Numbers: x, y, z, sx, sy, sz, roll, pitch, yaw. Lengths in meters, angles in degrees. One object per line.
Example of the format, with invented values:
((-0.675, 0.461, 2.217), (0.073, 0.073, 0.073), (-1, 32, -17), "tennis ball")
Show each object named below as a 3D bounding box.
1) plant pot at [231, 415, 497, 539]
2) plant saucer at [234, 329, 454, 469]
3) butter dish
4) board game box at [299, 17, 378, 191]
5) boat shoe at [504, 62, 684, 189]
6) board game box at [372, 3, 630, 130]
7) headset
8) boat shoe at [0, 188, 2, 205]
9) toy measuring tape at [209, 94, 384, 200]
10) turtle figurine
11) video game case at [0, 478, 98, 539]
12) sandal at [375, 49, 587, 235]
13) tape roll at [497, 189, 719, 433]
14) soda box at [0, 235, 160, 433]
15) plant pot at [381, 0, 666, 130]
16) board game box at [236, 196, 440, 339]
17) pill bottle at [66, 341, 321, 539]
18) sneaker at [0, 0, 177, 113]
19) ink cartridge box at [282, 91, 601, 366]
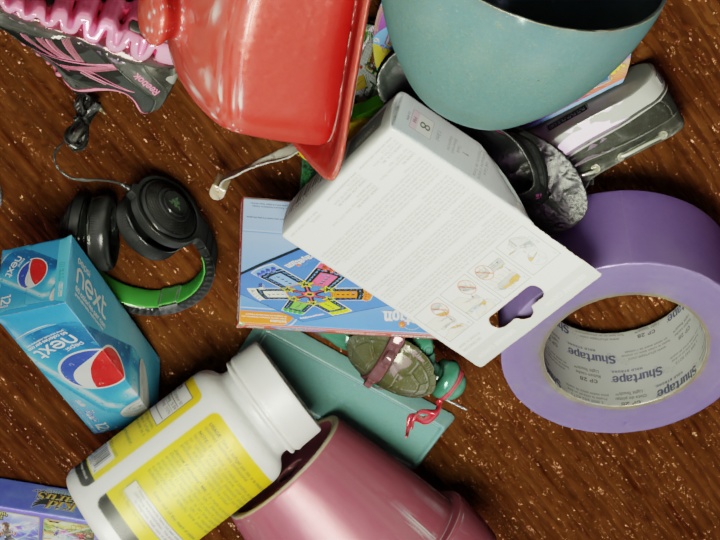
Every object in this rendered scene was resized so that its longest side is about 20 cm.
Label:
((-0.009, 0.234, 1.454), (0.200, 0.200, 0.179), (-38, 100, 23), "plant pot")
((-0.017, 0.112, 1.479), (0.199, 0.019, 0.070), (30, 118, -11), "plant saucer")
((-0.088, -0.185, 1.191), (0.146, 0.200, 0.201), (-6, 125, -25), "butter dish")
((0.004, -0.108, 1.346), (0.104, 0.024, 0.202), (6, 120, -1), "board game box")
((0.161, -0.086, 1.317), (0.199, 0.071, 0.064), (-28, 113, 18), "boat shoe")
((0.106, -0.162, 1.258), (0.199, 0.039, 0.158), (-26, 122, 22), "board game box")
((-0.195, -0.049, 1.384), (0.122, 0.095, 0.201), (-12, 134, 16), "headset")
((-0.400, -0.032, 1.400), (0.198, 0.070, 0.071), (-12, 119, 11), "boat shoe")
((-0.023, -0.081, 1.316), (0.199, 0.074, 0.074), (-24, 116, 23), "toy measuring tape")
((0.027, 0.053, 1.392), (0.199, 0.101, 0.150), (31, 122, -9), "turtle figurine")
((-0.297, 0.289, 1.590), (0.198, 0.046, 0.183), (10, 122, -1), "video game case")
((0.091, -0.089, 1.252), (0.200, 0.048, 0.075), (38, 105, -16), "sandal")
((0.210, 0.037, 1.348), (0.198, 0.085, 0.201), (1, 135, 1), "tape roll")
((-0.232, 0.058, 1.393), (0.063, 0.068, 0.201), (-11, 144, 12), "soda box")
((0.095, -0.177, 1.147), (0.198, 0.201, 0.135), (18, 132, -5), "plant pot")
((0.000, 0.000, 1.335), (0.198, 0.104, 0.019), (4, 166, -13), "board game box")
((-0.139, 0.158, 1.410), (0.199, 0.114, 0.115), (-37, 113, -3), "pill bottle")
((-0.231, -0.180, 1.304), (0.198, 0.079, 0.096), (20, 131, -5), "sneaker")
((0.061, -0.027, 1.266), (0.199, 0.057, 0.162), (30, 137, -18), "ink cartridge box")
